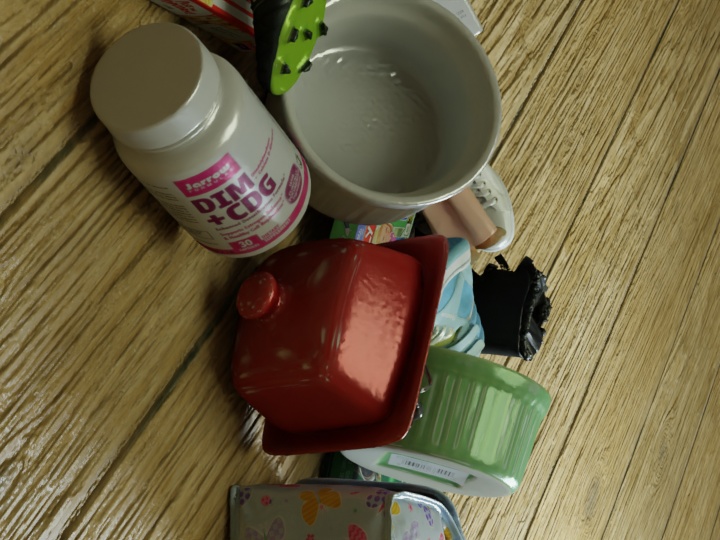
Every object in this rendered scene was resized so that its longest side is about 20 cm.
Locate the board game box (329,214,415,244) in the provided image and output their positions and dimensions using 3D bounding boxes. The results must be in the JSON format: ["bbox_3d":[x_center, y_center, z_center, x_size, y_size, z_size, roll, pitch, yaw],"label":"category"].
[{"bbox_3d":[0.000,0.000,1.803,0.135,0.029,0.200,1,106,-68],"label":"board game box"}]

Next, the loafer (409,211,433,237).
[{"bbox_3d":[0.051,-0.016,1.940,0.072,0.063,0.200,63,37,-49],"label":"loafer"}]

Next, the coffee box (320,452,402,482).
[{"bbox_3d":[0.014,0.237,1.900,0.200,0.044,0.123,53,45,-56],"label":"coffee box"}]

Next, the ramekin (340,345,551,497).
[{"bbox_3d":[0.073,0.144,1.762,0.200,0.200,0.098,44,57,-60],"label":"ramekin"}]

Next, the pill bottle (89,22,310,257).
[{"bbox_3d":[-0.125,-0.101,1.459,0.200,0.113,0.114,51,47,-56],"label":"pill bottle"}]

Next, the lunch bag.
[{"bbox_3d":[-0.008,0.251,1.695,0.200,0.169,0.127,28,63,-61],"label":"lunch bag"}]

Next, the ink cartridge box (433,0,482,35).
[{"bbox_3d":[0.019,-0.303,1.696,0.200,0.084,0.146,57,6,-39],"label":"ink cartridge box"}]

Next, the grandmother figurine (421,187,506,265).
[{"bbox_3d":[0.071,-0.103,1.902,0.121,0.061,0.200,-44,106,-31],"label":"grandmother figurine"}]

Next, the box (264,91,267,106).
[{"bbox_3d":[-0.029,-0.148,1.765,0.200,0.044,0.161,-2,93,-67],"label":"box"}]

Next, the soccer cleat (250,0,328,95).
[{"bbox_3d":[-0.066,-0.245,1.514,0.067,0.081,0.201,-14,117,-60],"label":"soccer cleat"}]

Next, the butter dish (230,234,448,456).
[{"bbox_3d":[-0.044,0.046,1.620,0.148,0.199,0.200,29,64,-35],"label":"butter dish"}]

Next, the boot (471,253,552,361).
[{"bbox_3d":[0.107,0.075,1.953,0.073,0.162,0.199,60,39,-49],"label":"boot"}]

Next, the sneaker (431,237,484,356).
[{"bbox_3d":[0.066,0.058,1.815,0.200,0.079,0.131,-38,119,-53],"label":"sneaker"}]

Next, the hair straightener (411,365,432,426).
[{"bbox_3d":[-0.003,0.107,1.679,0.041,0.200,0.077,16,72,-33],"label":"hair straightener"}]

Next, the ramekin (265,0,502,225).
[{"bbox_3d":[0.012,-0.136,1.616,0.098,0.200,0.201,140,-35,-64],"label":"ramekin"}]

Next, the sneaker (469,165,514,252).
[{"bbox_3d":[0.099,-0.106,1.977,0.200,0.073,0.085,63,14,-3],"label":"sneaker"}]

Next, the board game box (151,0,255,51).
[{"bbox_3d":[-0.117,-0.278,1.543,0.200,0.046,0.152,18,75,-66],"label":"board game box"}]
